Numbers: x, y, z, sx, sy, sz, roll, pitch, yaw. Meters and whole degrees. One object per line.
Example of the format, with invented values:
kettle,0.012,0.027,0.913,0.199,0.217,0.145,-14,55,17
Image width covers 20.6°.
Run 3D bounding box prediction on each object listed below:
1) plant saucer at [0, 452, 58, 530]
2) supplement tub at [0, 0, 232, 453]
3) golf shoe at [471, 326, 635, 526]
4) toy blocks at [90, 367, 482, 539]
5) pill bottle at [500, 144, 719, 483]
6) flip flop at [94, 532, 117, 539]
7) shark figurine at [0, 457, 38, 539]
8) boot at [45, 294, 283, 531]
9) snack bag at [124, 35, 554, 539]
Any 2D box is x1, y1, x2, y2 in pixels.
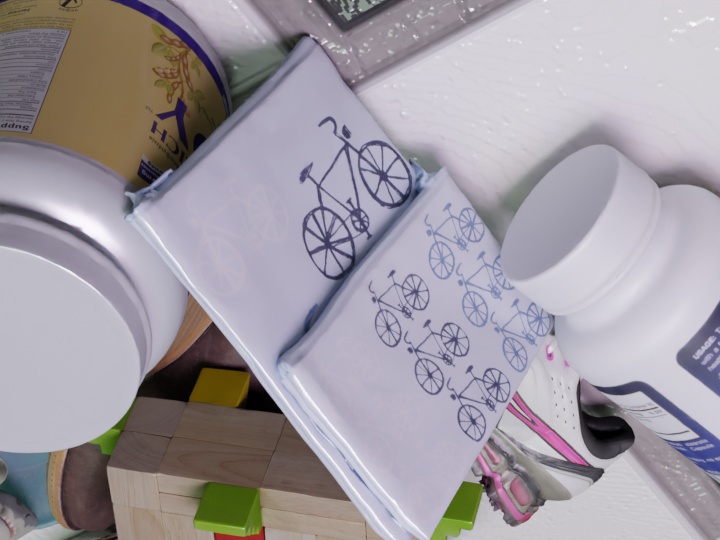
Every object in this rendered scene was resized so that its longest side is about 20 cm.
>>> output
plant saucer,-0.227,0.070,1.122,0.200,0.036,0.200,4,131,5
supplement tub,-0.143,-0.030,0.916,0.145,0.200,0.145,4,131,4
golf shoe,0.072,0.042,1.041,0.092,0.073,0.200,-29,123,7
toy blocks,-0.038,0.137,0.974,0.200,0.100,0.137,7,131,12
pill bottle,0.168,0.027,0.982,0.200,0.111,0.111,37,125,-23
flip flop,-0.145,0.187,1.181,0.200,0.081,0.058,-21,133,18
shark figurine,-0.243,0.083,1.067,0.128,0.090,0.215,-17,144,-21
boot,-0.066,0.092,1.023,0.166,0.072,0.200,32,117,12
snack bag,0.000,0.000,0.914,0.021,0.189,0.200,-29,104,39
